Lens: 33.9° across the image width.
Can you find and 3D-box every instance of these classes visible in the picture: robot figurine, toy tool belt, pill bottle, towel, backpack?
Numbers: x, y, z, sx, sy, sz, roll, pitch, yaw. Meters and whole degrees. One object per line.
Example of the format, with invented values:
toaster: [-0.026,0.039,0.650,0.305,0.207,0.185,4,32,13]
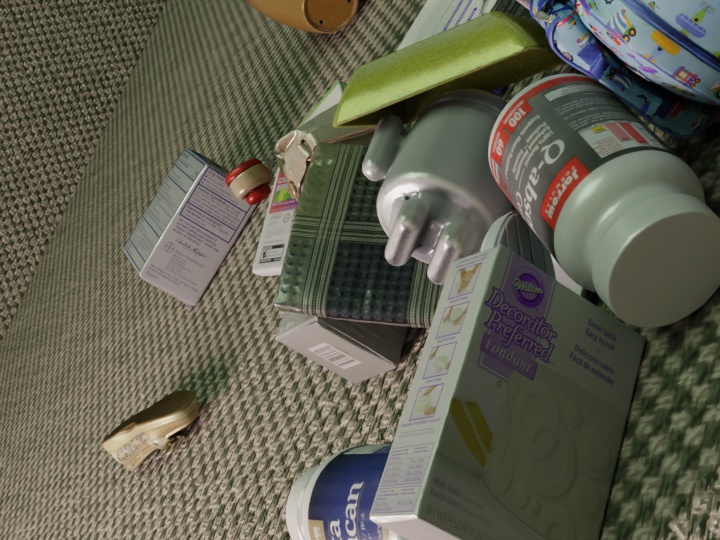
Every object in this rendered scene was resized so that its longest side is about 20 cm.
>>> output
robot figurine: [0.085,-0.083,1.049,0.200,0.169,0.113,-62,-2,-37]
toy tool belt: [-0.035,-0.102,1.304,0.200,0.123,0.125,-31,-7,-5]
pill bottle: [0.181,-0.055,0.870,0.116,0.116,0.200,-51,34,17]
towel: [0.029,-0.035,1.129,0.192,0.035,0.200,5,59,15]
backpack: [0.224,-0.183,0.859,0.135,0.182,0.200,-53,21,20]
pill bottle: [0.023,0.190,0.911,0.200,0.111,0.111,-17,47,58]

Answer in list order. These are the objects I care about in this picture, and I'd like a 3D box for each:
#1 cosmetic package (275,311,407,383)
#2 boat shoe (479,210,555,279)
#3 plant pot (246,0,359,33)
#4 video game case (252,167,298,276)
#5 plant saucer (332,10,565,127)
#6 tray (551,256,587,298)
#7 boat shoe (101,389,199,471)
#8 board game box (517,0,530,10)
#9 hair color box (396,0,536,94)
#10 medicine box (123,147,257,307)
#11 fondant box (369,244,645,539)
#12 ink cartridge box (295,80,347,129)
cosmetic package: [0.000,0.000,1.198,0.090,0.107,0.200,-26,41,52]
boat shoe: [0.106,0.043,0.919,0.062,0.072,0.200,-31,38,44]
plant pot: [-0.083,-0.453,1.859,0.186,0.186,0.200,-52,37,15]
video game case: [-0.053,-0.086,1.445,0.200,0.023,0.183,-6,67,54]
plant saucer: [0.088,-0.190,1.103,0.199,0.048,0.200,-19,0,23]
tray: [0.140,0.058,0.949,0.107,0.022,0.200,-20,44,55]
boat shoe: [-0.264,0.211,1.545,0.200,0.063,0.073,-28,12,47]
board game box: [0.200,-0.270,1.055,0.097,0.159,0.200,-51,24,20]
hair color box: [0.118,-0.261,1.333,0.109,0.065,0.200,-59,21,-2]
medicine box: [-0.262,-0.071,1.816,0.200,0.103,0.182,-58,23,2]
fondant box: [0.105,0.104,0.805,0.058,0.144,0.200,-23,42,55]
ink cartridge box: [-0.038,-0.126,1.506,0.146,0.048,0.200,-44,42,32]
